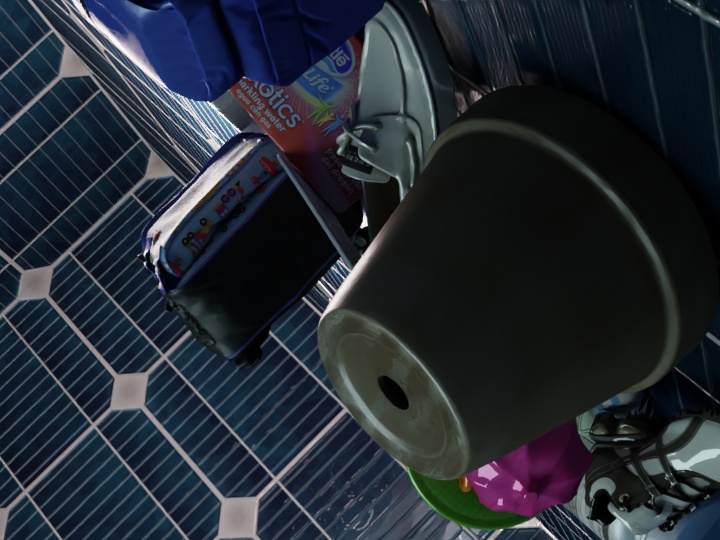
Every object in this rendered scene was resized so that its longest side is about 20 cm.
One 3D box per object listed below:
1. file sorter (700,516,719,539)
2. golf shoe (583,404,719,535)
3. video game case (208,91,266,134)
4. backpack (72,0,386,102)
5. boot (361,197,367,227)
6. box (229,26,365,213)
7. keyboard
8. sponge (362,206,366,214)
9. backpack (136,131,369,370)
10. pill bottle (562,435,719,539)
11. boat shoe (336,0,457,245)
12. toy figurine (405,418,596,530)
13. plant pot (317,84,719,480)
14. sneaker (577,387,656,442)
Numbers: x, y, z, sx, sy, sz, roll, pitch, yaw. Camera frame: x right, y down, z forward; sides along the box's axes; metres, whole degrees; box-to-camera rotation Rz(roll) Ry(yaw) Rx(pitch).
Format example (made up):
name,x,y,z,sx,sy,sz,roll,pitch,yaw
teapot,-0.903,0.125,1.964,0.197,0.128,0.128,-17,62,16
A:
name,x,y,z,sx,sy,sz,roll,pitch,yaw
file sorter,0.324,0.257,1.013,0.123,0.139,0.200,38,171,26
golf shoe,0.237,0.154,0.956,0.077,0.095,0.200,28,161,-17
video game case,-0.160,-0.194,1.129,0.182,0.024,0.200,47,-179,4
backpack,-0.105,-0.215,0.749,0.200,0.168,0.163,45,161,23
boot,0.016,-0.046,1.159,0.182,0.073,0.200,44,-165,-15
box,-0.044,-0.153,0.923,0.200,0.095,0.100,48,-167,-17
keyboard,0.000,0.000,0.876,0.200,0.011,0.056,57,-177,29
sponge,0.099,0.013,0.956,0.200,0.030,0.111,44,-167,23
backpack,-0.104,-0.030,1.127,0.135,0.183,0.200,46,175,-18
pill bottle,0.246,0.194,1.196,0.200,0.114,0.114,38,170,46
boat shoe,0.020,-0.082,0.855,0.071,0.069,0.201,33,137,54
toy figurine,0.116,0.109,0.984,0.184,0.149,0.202,156,112,-83
plant pot,0.073,0.021,0.747,0.200,0.173,0.201,38,150,26
sneaker,0.216,0.096,1.069,0.072,0.072,0.200,13,162,5
